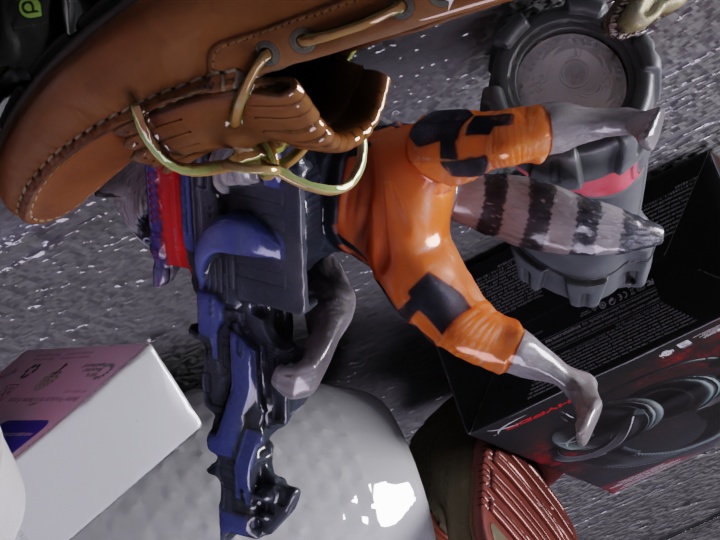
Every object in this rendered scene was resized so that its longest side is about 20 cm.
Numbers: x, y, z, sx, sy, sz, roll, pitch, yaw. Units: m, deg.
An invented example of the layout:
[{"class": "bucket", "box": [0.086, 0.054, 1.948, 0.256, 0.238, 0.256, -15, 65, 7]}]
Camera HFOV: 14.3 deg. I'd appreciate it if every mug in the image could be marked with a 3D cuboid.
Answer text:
[{"class": "mug", "box": [-0.066, 0.126, 1.301, 0.175, 0.148, 0.200, -17, 177, -11]}]

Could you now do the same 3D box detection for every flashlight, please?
[{"class": "flashlight", "box": [0.079, -0.040, 1.113, 0.068, 0.068, 0.200, -22, 164, -5]}]

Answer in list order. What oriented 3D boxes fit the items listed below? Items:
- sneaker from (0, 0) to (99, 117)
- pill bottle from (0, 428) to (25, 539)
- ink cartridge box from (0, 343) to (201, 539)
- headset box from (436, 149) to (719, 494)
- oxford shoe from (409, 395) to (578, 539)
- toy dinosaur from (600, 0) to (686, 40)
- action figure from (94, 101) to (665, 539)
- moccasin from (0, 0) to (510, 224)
[{"class": "sneaker", "box": [-0.078, -0.078, 0.862, 0.199, 0.071, 0.083, -22, 165, 17]}, {"class": "pill bottle", "box": [-0.165, 0.004, 0.774, 0.111, 0.111, 0.200, -20, 126, 3]}, {"class": "ink cartridge box", "box": [-0.151, 0.096, 0.926, 0.200, 0.039, 0.099, -39, -163, -26]}, {"class": "headset box", "box": [0.139, 0.031, 1.314, 0.149, 0.077, 0.200, -26, 157, 18]}, {"class": "oxford shoe", "box": [0.053, 0.111, 1.324, 0.075, 0.070, 0.200, -33, -169, 13]}, {"class": "toy dinosaur", "box": [0.179, -0.126, 0.999, 0.200, 0.048, 0.088, -13, 173, -17]}, {"class": "action figure", "box": [0.000, 0.000, 1.011, 0.105, 0.193, 0.200, -50, 151, -57]}, {"class": "moccasin", "box": [-0.018, -0.059, 0.788, 0.201, 0.078, 0.074, -27, 180, 22]}]
